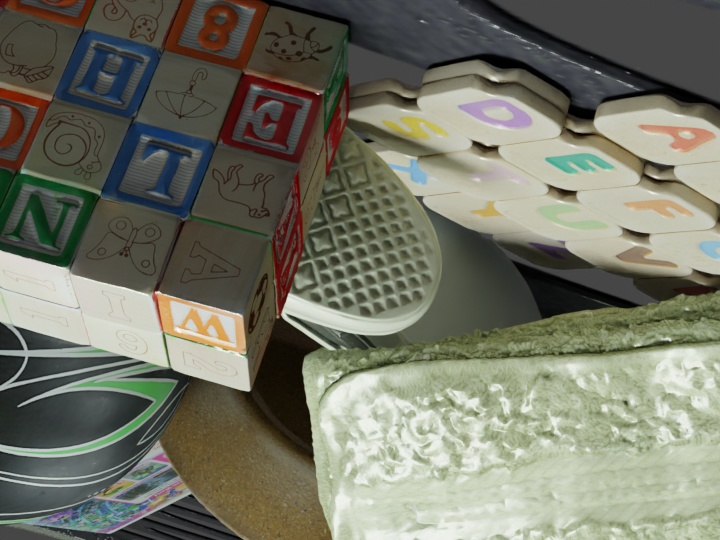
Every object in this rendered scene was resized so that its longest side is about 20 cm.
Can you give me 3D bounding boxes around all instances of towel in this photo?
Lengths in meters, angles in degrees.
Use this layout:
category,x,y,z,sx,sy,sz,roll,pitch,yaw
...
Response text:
category,x,y,z,sx,sy,sz,roll,pitch,yaw
towel,0.081,0.088,0.782,0.199,0.149,0.037,-8,-158,12

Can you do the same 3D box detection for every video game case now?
category,x,y,z,sx,sy,sz,roll,pitch,yaw
video game case,-0.108,0.096,1.102,0.199,0.024,0.182,-28,161,13

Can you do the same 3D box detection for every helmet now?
category,x,y,z,sx,sy,sz,roll,pitch,yaw
helmet,-0.160,0.016,0.813,0.189,0.201,0.200,4,169,-15

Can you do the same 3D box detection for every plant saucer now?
category,x,y,z,sx,sy,sz,roll,pitch,yaw
plant saucer,0.002,0.063,0.897,0.199,0.201,0.036,19,125,-7

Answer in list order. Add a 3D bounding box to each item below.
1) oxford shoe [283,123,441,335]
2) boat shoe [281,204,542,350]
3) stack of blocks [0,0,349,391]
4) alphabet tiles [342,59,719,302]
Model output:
category,x,y,z,sx,sy,sz,roll,pitch,yaw
oxford shoe,-0.059,-0.034,0.714,0.199,0.075,0.058,26,156,11
boat shoe,0.000,0.000,0.819,0.200,0.071,0.064,36,157,-32
stack of blocks,-0.114,-0.046,0.653,0.199,0.116,0.059,16,154,7
alphabet tiles,0.090,-0.025,0.717,0.199,0.015,0.195,27,162,-32
